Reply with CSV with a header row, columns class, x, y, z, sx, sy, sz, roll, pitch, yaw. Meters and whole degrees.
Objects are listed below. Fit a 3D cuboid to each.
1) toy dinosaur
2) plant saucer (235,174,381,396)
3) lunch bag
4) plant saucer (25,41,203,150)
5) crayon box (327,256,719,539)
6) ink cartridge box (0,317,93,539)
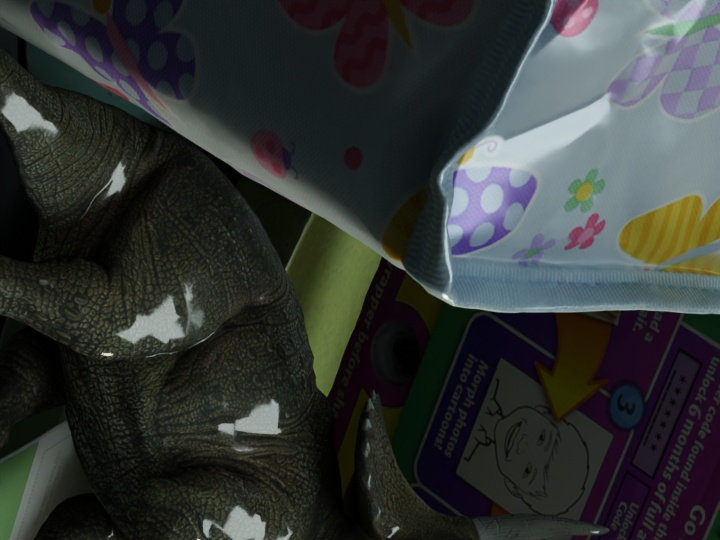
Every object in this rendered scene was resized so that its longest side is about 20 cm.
class,x,y,z,sx,sy,sz,roll,pitch,yaw
toy dinosaur,-0.044,0.021,0.641,0.102,0.200,0.077,-38,-172,-40
plant saucer,0.000,0.000,0.774,0.200,0.031,0.200,-55,161,-29
lunch bag,0.033,-0.073,0.584,0.200,0.170,0.127,8,110,-51
plant saucer,-0.011,-0.108,0.721,0.200,0.036,0.200,-56,163,-27
crayon box,0.071,0.051,0.700,0.058,0.173,0.200,3,114,-46
ink cartridge box,-0.089,0.077,0.752,0.200,0.048,0.146,-27,141,-59
